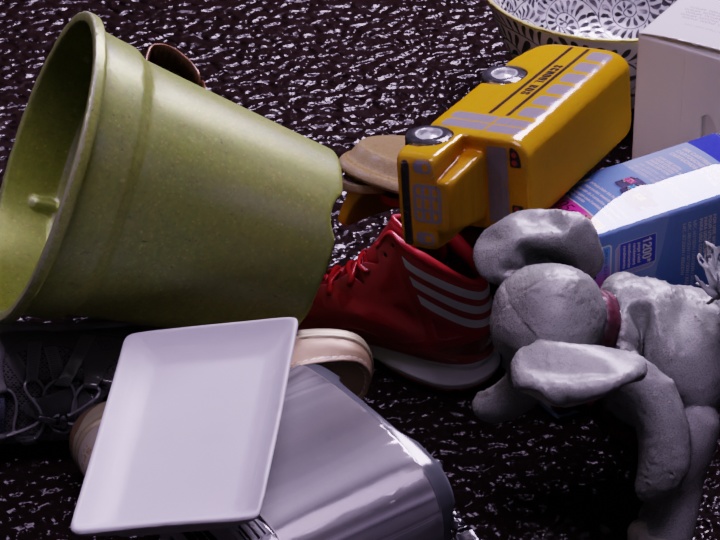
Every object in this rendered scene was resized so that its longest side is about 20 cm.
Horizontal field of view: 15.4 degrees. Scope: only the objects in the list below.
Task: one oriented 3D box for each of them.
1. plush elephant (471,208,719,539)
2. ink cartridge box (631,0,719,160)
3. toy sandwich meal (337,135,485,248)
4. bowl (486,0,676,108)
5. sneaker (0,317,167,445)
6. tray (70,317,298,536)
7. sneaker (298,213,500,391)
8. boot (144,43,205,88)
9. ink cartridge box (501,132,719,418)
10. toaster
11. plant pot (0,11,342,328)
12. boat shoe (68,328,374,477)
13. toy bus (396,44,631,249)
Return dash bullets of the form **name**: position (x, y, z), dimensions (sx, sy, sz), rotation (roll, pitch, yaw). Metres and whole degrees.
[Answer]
- **plush elephant**: position (0.136, 0.053, 1.576), dimensions (0.154, 0.201, 0.165), rotation (10, 38, -10)
- **ink cartridge box**: position (0.277, -0.140, 1.936), dimensions (0.082, 0.148, 0.200), rotation (18, 36, 27)
- **toy sandwich meal**: position (0.077, -0.039, 1.798), dimensions (0.203, 0.071, 0.205), rotation (10, 11, -2)
- **bowl**: position (0.189, -0.183, 2.056), dimensions (0.199, 0.095, 0.201), rotation (-1, 32, 1)
- **sneaker**: position (-0.189, 0.074, 1.670), dimensions (0.199, 0.075, 0.082), rotation (-17, 34, -26)
- **tray**: position (-0.095, 0.091, 1.500), dimensions (0.106, 0.022, 0.200), rotation (-5, 30, 8)
- **sneaker**: position (0.000, 0.000, 1.747), dimensions (0.198, 0.116, 0.078), rotation (11, 34, 17)
- **boot**: position (-0.149, -0.087, 1.848), dimensions (0.076, 0.156, 0.200), rotation (-11, 34, -16)
- **ink cartridge box**: position (0.194, -0.002, 1.729), dimensions (0.199, 0.137, 0.076), rotation (-19, 37, -26)
- **toaster**: position (-0.032, 0.146, 1.523), dimensions (0.128, 0.114, 0.200), rotation (-23, 37, -25)
- **plant pot**: position (-0.118, -0.039, 1.671), dimensions (0.183, 0.201, 0.201), rotation (17, 27, -19)
- **boat shoe**: position (-0.077, 0.097, 1.642), dimensions (0.199, 0.072, 0.065), rotation (-21, 33, -13)
- **toy bus**: position (0.096, -0.078, 1.670), dimensions (0.078, 0.066, 0.200), rotation (11, 29, 26)
